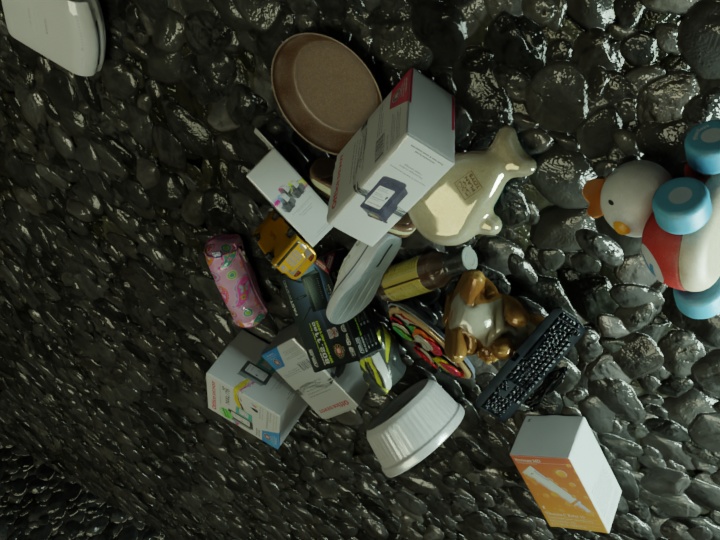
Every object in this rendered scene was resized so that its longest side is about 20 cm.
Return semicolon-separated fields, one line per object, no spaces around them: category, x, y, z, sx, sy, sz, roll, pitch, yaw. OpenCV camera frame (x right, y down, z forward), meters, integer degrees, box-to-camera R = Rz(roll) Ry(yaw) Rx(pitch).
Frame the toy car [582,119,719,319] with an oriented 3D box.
toy car;0.358;-0.070;0.949;0.198;0.178;0.185;16;150;43

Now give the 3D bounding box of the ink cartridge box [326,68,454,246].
ink cartridge box;0.042;-0.154;1.078;0.083;0.147;0.200;26;135;-21

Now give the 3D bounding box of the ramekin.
ramekin;0.098;0.296;1.484;0.095;0.202;0.202;51;141;1

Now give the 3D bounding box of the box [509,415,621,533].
box;0.378;0.372;1.409;0.123;0.098;0.202;-9;122;42

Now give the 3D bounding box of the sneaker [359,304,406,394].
sneaker;0.025;0.132;1.475;0.074;0.084;0.204;-11;100;47

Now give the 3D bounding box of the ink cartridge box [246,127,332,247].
ink cartridge box;-0.130;-0.139;1.285;0.200;0.068;0.115;47;178;-11

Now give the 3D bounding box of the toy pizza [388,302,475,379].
toy pizza;0.120;0.132;1.362;0.199;0.032;0.201;41;169;9

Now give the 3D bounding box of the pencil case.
pencil case;-0.251;0.020;1.566;0.086;0.088;0.203;9;132;31

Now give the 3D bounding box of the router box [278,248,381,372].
router box;-0.059;0.077;1.430;0.149;0.061;0.204;-22;89;49

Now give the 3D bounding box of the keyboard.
keyboard;0.268;0.154;1.150;0.103;0.040;0.201;27;111;-28

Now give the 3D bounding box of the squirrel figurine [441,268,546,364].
squirrel figurine;0.230;0.090;1.237;0.182;0.145;0.200;13;177;-6

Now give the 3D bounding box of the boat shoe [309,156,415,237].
boat shoe;0.006;-0.111;1.255;0.201;0.075;0.075;35;154;15

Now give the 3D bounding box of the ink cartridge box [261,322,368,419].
ink cartridge box;-0.090;0.204;1.621;0.200;0.084;0.144;47;140;-11

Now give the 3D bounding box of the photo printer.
photo printer;-0.531;-0.443;1.339;0.198;0.070;0.168;31;141;9

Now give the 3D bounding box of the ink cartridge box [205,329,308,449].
ink cartridge box;-0.229;0.267;1.741;0.197;0.147;0.148;26;140;15

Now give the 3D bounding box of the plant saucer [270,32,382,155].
plant saucer;-0.045;-0.269;1.158;0.197;0.037;0.203;21;138;19

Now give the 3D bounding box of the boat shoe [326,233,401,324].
boat shoe;0.000;0.000;1.321;0.201;0.073;0.067;-52;46;19

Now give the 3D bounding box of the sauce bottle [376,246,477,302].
sauce bottle;0.110;0.005;1.284;0.198;0.065;0.065;-17;117;46

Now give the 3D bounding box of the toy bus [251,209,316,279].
toy bus;-0.134;-0.044;1.336;0.078;0.065;0.200;44;180;-27

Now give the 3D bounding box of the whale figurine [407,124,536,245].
whale figurine;0.160;-0.126;1.109;0.199;0.104;0.161;-36;88;27
